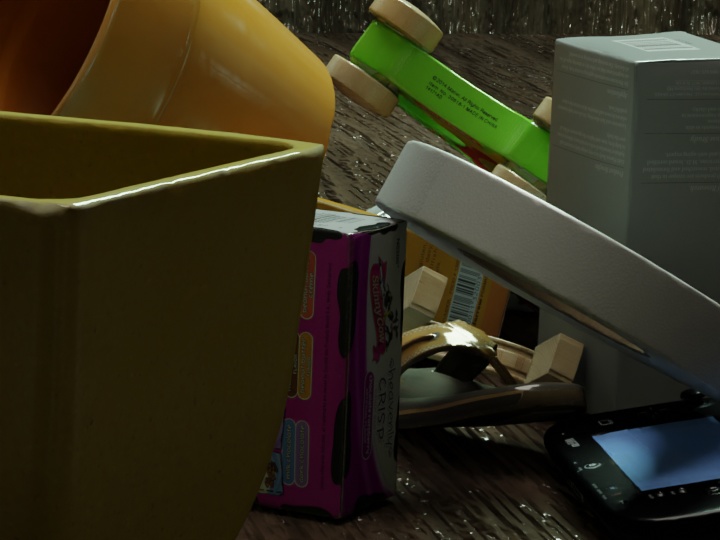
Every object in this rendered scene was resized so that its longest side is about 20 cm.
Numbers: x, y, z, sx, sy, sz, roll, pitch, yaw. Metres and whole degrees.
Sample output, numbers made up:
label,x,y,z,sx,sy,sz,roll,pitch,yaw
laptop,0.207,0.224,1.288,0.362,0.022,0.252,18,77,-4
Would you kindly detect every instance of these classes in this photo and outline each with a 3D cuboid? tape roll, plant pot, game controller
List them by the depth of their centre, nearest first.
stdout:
label,x,y,z,sx,sy,sz,roll,pitch,yaw
plant pot,-0.141,0.051,1.156,0.194,0.201,0.194,6,11,27
game controller,0.151,0.094,1.412,0.104,0.042,0.200,0,10,-8
tape roll,0.100,0.001,1.438,0.202,0.037,0.203,29,-1,0
plant pot,-0.121,-0.102,1.689,0.183,0.201,0.200,27,-5,-33

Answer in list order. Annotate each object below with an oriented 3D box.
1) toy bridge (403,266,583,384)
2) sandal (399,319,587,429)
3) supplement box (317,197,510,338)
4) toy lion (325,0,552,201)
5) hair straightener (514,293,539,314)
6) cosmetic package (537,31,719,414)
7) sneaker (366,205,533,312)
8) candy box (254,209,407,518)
label,x,y,z,sx,sy,sz,roll,pitch,yaw
toy bridge,0.024,0.019,1.595,0.199,0.027,0.067,27,-25,-16
sandal,0.039,0.052,1.553,0.081,0.055,0.200,-3,5,-29
supplement box,0.000,0.000,1.687,0.066,0.069,0.199,13,-5,42
toy lion,0.091,-0.072,1.811,0.200,0.069,0.192,35,-2,20
hair straightener,0.087,-0.027,1.789,0.041,0.077,0.200,-38,50,-9
cosmetic package,0.155,-0.022,1.616,0.090,0.201,0.107,-5,14,-22
sneaker,0.075,-0.009,1.877,0.199,0.073,0.084,-6,10,-41
candy box,-0.078,0.035,1.439,0.199,0.137,0.061,8,10,28
